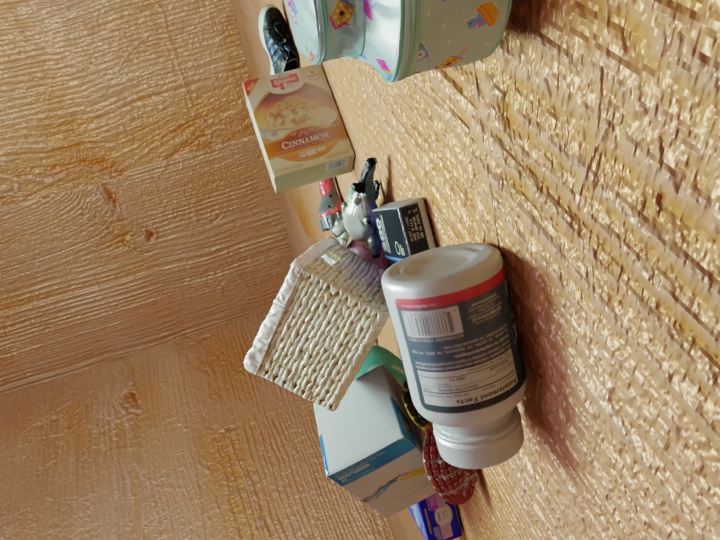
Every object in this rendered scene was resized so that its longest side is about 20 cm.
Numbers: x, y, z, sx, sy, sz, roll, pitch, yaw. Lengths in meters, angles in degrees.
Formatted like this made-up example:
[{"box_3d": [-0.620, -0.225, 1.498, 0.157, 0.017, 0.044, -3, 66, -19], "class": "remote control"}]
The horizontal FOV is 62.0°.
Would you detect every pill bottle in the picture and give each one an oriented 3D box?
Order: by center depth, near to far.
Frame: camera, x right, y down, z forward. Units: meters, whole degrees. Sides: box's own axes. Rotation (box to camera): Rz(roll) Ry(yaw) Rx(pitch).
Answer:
[{"box_3d": [0.100, 0.085, 0.598, 0.120, 0.119, 0.201, -139, 33, -73], "class": "pill bottle"}]

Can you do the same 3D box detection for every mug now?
[{"box_3d": [0.040, 0.243, 1.167, 0.185, 0.152, 0.114, 45, 174, -16], "class": "mug"}]

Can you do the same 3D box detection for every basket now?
[{"box_3d": [-0.050, 0.081, 0.946, 0.201, 0.160, 0.198, -61, -5, 18], "class": "basket"}]

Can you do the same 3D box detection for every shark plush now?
[{"box_3d": [0.002, -0.111, 0.950, 0.090, 0.083, 0.201, 23, 151, 24], "class": "shark plush"}]

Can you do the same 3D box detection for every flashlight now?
[{"box_3d": [-0.084, -0.190, 1.328, 0.068, 0.067, 0.201, -176, 69, -81], "class": "flashlight"}]

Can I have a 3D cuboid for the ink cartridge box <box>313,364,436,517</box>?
[{"box_3d": [0.040, 0.294, 1.019, 0.200, 0.144, 0.148, 50, -166, -40], "class": "ink cartridge box"}]

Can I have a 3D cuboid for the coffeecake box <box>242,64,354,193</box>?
[{"box_3d": [-0.115, -0.265, 1.111, 0.073, 0.152, 0.201, 106, 145, -72], "class": "coffeecake box"}]

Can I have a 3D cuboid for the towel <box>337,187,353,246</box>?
[{"box_3d": [-0.042, -0.047, 1.134, 0.149, 0.030, 0.201, 110, 176, -75], "class": "towel"}]

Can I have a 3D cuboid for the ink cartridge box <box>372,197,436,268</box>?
[{"box_3d": [0.070, 0.001, 0.856, 0.200, 0.043, 0.200, -155, 49, -80], "class": "ink cartridge box"}]

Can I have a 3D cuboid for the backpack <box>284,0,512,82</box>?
[{"box_3d": [0.020, -0.227, 0.427, 0.200, 0.152, 0.177, -132, 31, -54], "class": "backpack"}]

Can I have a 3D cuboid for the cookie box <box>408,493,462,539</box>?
[{"box_3d": [0.120, 0.416, 1.203, 0.200, 0.075, 0.172, -138, 32, -72], "class": "cookie box"}]

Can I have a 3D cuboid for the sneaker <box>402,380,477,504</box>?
[{"box_3d": [0.128, 0.258, 0.932, 0.082, 0.077, 0.201, 56, -164, -69], "class": "sneaker"}]

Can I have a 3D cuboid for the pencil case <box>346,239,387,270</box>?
[{"box_3d": [0.000, 0.000, 1.127, 0.200, 0.087, 0.088, 113, 139, -77], "class": "pencil case"}]

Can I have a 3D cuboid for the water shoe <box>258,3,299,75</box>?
[{"box_3d": [-0.169, -0.491, 1.345, 0.079, 0.071, 0.201, 21, 132, 42], "class": "water shoe"}]
